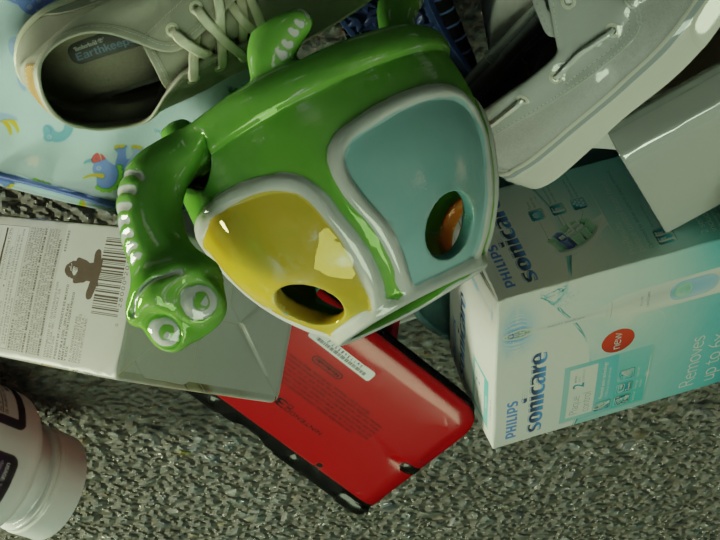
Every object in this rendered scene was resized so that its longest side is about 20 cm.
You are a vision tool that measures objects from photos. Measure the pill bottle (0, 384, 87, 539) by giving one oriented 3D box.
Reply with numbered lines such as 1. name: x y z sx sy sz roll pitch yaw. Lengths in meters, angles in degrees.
1. pill bottle: -0.300 0.125 1.040 0.111 0.112 0.200 -32 135 32

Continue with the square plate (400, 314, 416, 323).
1. square plate: -0.020 -0.021 0.944 0.197 0.029 0.200 -19 141 19

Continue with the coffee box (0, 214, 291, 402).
1. coffee box: -0.146 0.018 0.813 0.199 0.080 0.114 6 173 44

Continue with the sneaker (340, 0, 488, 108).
1. sneaker: 0.024 -0.129 0.760 0.070 0.078 0.200 -9 142 13

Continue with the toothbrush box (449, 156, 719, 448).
1. toothbrush box: 0.158 0.010 0.883 0.199 0.086 0.147 -14 140 -9

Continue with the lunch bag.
1. lunch bag: -0.152 -0.115 0.726 0.199 0.083 0.161 13 119 -23

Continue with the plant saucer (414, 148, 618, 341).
1. plant saucer: 0.116 -0.031 0.911 0.199 0.036 0.201 -13 140 -11

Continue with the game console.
1. game console: -0.047 0.053 0.946 0.200 0.119 0.172 38 120 -19

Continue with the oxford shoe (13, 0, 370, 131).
1. oxford shoe: -0.064 -0.115 0.656 0.199 0.058 0.075 -21 127 7

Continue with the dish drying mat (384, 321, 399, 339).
1. dish drying mat: 0.000 0.000 0.900 0.018 0.077 0.200 -37 154 -27

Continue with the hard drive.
1. hard drive: 0.229 -0.093 0.738 0.199 0.026 0.132 -29 157 12

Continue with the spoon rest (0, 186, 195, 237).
1. spoon rest: -0.130 -0.059 0.836 0.199 0.100 0.061 2 147 9

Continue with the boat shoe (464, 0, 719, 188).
1. boat shoe: 0.108 -0.119 0.681 0.068 0.072 0.200 22 140 -22

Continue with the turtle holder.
1. turtle holder: -0.015 -0.038 0.653 0.141 0.132 0.185 -31 174 28

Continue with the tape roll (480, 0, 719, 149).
1. tape roll: 0.160 -0.152 0.754 0.201 0.071 0.203 -4 144 -3
